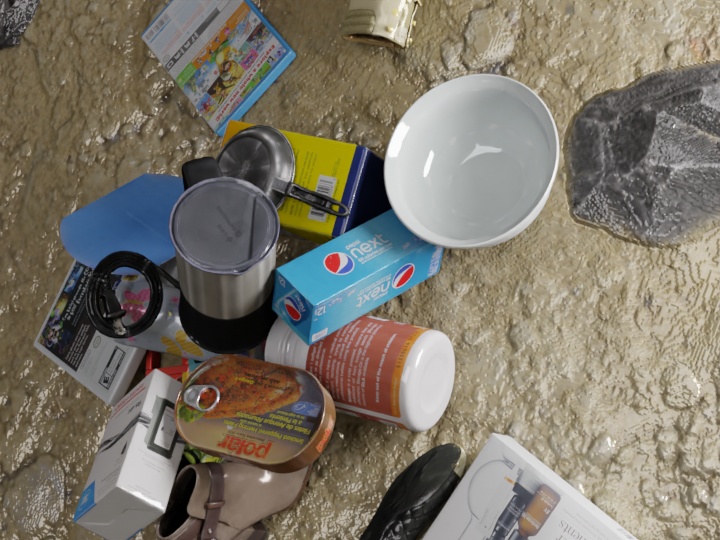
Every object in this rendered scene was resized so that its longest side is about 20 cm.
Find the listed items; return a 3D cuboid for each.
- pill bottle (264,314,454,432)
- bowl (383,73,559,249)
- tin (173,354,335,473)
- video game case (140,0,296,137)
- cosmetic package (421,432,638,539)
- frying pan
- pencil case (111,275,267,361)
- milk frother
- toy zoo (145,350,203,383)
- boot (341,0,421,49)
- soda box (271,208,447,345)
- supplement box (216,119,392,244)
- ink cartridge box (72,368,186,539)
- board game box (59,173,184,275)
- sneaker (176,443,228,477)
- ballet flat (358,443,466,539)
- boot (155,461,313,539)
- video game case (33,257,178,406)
[{"bbox_3d":[-0.003,0.104,1.587,0.198,0.112,0.114,12,84,29],"label":"pill bottle"},{"bbox_3d":[0.131,-0.105,1.567,0.198,0.090,0.204,-7,68,18],"label":"bowl"},{"bbox_3d":[-0.116,0.157,1.552,0.198,0.042,0.113,10,63,34],"label":"tin"},{"bbox_3d":[-0.185,-0.289,1.830,0.143,0.018,0.201,-45,62,12],"label":"video game case"},{"bbox_3d":[0.177,0.290,1.484,0.199,0.051,0.152,37,100,30],"label":"cosmetic package"},{"bbox_3d":[-0.105,-0.087,1.611,0.115,0.031,0.190,-48,59,13],"label":"frying pan"},{"bbox_3d":[-0.197,0.060,1.685,0.197,0.084,0.091,12,44,12],"label":"pencil case"},{"bbox_3d":[-0.197,-0.002,1.551,0.199,0.189,0.181,-32,67,-20],"label":"milk frother"},{"bbox_3d":[-0.206,0.118,1.746,0.130,0.020,0.203,-8,75,27],"label":"toy zoo"},{"bbox_3d":[0.070,-0.338,1.672,0.198,0.073,0.158,6,81,31],"label":"boot"},{"bbox_3d":[0.000,0.000,1.568,0.068,0.199,0.065,41,142,28],"label":"soda box"},{"bbox_3d":[-0.064,-0.096,1.667,0.198,0.109,0.111,14,85,30],"label":"supplement box"},{"bbox_3d":[-0.249,0.196,1.631,0.116,0.067,0.202,-39,28,43],"label":"ink cartridge box"},{"bbox_3d":[-0.267,-0.044,1.760,0.157,0.039,0.199,32,50,33],"label":"board game box"},{"bbox_3d":[-0.165,0.198,1.662,0.200,0.076,0.075,-43,93,20],"label":"sneaker"},{"bbox_3d":[0.052,0.274,1.565,0.201,0.057,0.066,-53,33,3],"label":"ballet flat"},{"bbox_3d":[-0.141,0.240,1.609,0.070,0.146,0.202,27,92,43],"label":"boot"},{"bbox_3d":[-0.319,0.045,1.808,0.181,0.023,0.202,29,94,39],"label":"video game case"}]
